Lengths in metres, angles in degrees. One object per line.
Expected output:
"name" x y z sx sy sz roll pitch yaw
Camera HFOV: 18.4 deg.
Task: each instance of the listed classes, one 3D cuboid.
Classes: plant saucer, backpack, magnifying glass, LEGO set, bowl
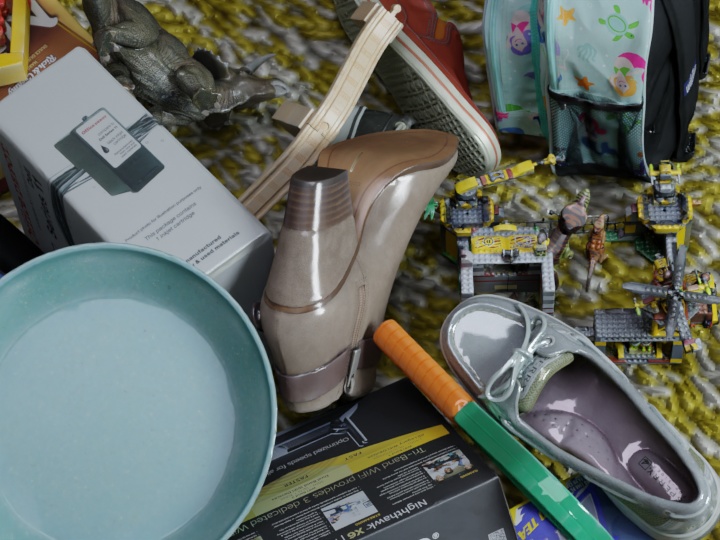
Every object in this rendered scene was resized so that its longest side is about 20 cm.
"plant saucer" -0.145 0.086 1.272 0.198 0.036 0.202 0 79 2
"backpack" 0.161 -0.178 1.465 0.149 0.201 0.178 11 58 10
"magnifying glass" 0.076 0.096 1.289 0.022 0.080 0.200 -45 57 -3
"LEGO set" 0.133 -0.015 1.407 0.198 0.116 0.155 6 57 7
"bowl" -0.240 -0.009 1.378 0.039 0.201 0.201 -48 63 3

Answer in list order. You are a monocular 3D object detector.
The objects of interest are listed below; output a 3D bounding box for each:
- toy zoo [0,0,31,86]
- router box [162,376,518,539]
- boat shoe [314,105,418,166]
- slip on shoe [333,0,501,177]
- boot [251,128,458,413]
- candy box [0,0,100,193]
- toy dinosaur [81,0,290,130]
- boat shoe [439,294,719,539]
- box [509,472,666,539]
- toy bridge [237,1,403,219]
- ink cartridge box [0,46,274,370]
"toy zoo" -0.293 -0.186 1.538 0.130 0.021 0.201 -4 56 1
"router box" -0.028 0.149 1.302 0.199 0.053 0.157 -23 25 -10
"boat shoe" -0.004 -0.028 1.453 0.063 0.071 0.201 8 55 10
"slip on shoe" 0.048 -0.144 1.530 0.061 0.074 0.200 -22 53 -15
"boot" 0.000 0.000 1.376 0.070 0.147 0.200 11 19 32
"candy box" -0.267 -0.157 1.563 0.116 0.057 0.200 -35 62 -19
"toy dinosaur" -0.145 -0.141 1.495 0.199 0.077 0.102 31 19 -19
"boat shoe" 0.126 0.080 1.291 0.074 0.065 0.202 -45 68 -5
"box" 0.082 0.192 1.305 0.199 0.064 0.070 -26 59 -14
"toy bridge" -0.035 -0.096 1.464 0.027 0.067 0.200 38 86 -20
"ink cartridge box" -0.141 -0.023 1.413 0.083 0.147 0.200 -36 60 -18
